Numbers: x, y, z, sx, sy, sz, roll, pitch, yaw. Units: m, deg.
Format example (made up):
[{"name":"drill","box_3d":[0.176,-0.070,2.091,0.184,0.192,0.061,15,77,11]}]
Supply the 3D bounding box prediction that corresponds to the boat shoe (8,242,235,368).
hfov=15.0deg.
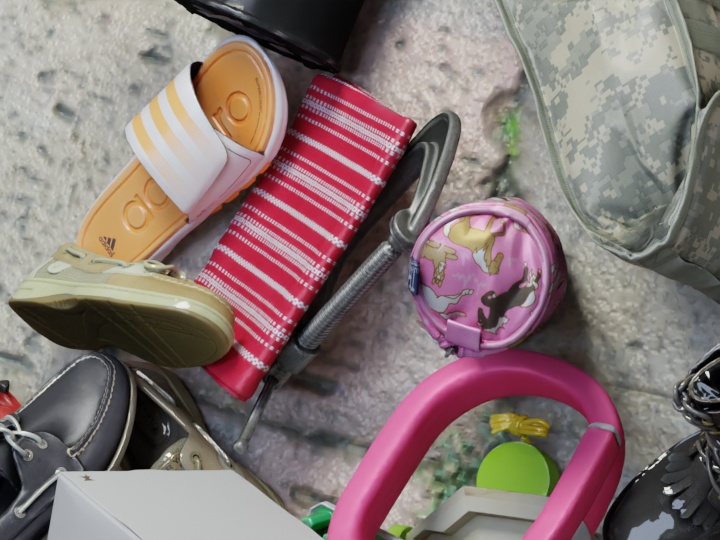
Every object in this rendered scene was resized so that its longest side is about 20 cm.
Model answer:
[{"name":"boat shoe","box_3d":[-0.141,0.014,1.691,0.201,0.073,0.063,1,53,53]}]

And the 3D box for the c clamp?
[{"name":"c clamp","box_3d":[0.000,0.000,1.627,0.200,0.027,0.171,-50,15,35]}]

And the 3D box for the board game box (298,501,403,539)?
[{"name":"board game box","box_3d":[0.023,0.262,1.570,0.200,0.026,0.200,24,110,31]}]

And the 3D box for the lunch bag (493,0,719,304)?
[{"name":"lunch bag","box_3d":[0.176,-0.079,1.536,0.118,0.164,0.200,-26,67,23]}]

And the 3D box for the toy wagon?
[{"name":"toy wagon","box_3d":[0.085,0.184,1.589,0.155,0.040,0.200,5,79,29]}]

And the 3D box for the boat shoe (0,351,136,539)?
[{"name":"boat shoe","box_3d":[-0.204,0.121,1.644,0.073,0.063,0.200,20,63,32]}]

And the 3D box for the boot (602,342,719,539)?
[{"name":"boot","box_3d":[0.196,0.084,1.468,0.200,0.174,0.069,-35,65,8]}]

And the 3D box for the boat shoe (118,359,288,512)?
[{"name":"boat shoe","box_3d":[-0.108,0.132,1.690,0.072,0.065,0.200,-43,61,12]}]

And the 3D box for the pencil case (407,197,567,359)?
[{"name":"pencil case","box_3d":[0.075,0.004,1.551,0.086,0.200,0.083,-22,88,7]}]

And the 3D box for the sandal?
[{"name":"sandal","box_3d":[-0.124,-0.060,1.726,0.079,0.059,0.207,51,118,17]}]

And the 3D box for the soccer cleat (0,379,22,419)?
[{"name":"soccer cleat","box_3d":[-0.213,0.135,1.744,0.200,0.069,0.085,37,128,31]}]

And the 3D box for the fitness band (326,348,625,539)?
[{"name":"fitness band","box_3d":[0.065,0.124,1.536,0.144,0.037,0.200,12,52,32]}]

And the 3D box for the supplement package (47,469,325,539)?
[{"name":"supplement package","box_3d":[-0.115,0.228,1.585,0.120,0.121,0.200,30,114,54]}]

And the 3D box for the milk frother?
[{"name":"milk frother","box_3d":[-0.073,-0.251,1.696,0.180,0.200,0.188,22,88,35]}]

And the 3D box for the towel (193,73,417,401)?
[{"name":"towel","box_3d":[-0.046,-0.024,1.682,0.200,0.022,0.145,-58,27,3]}]
